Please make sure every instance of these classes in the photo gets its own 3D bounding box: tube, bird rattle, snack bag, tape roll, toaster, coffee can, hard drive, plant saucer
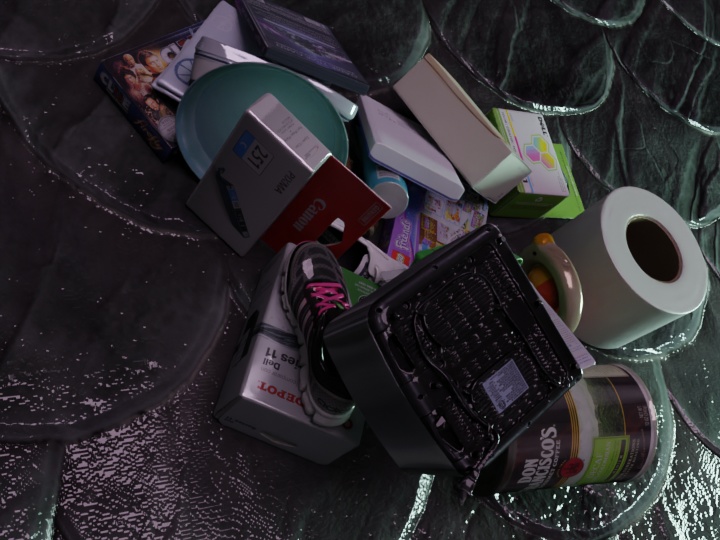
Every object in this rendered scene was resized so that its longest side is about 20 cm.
[{"bbox_3d":[0.030,-0.137,1.085,0.077,0.050,0.200,32,25,-19],"label":"tube"},{"bbox_3d":[0.236,0.044,1.084,0.112,0.163,0.200,-5,57,-14],"label":"bird rattle"},{"bbox_3d":[-0.136,-0.243,1.033,0.188,0.021,0.200,28,50,-9],"label":"snack bag"},{"bbox_3d":[0.379,-0.002,1.200,0.202,0.139,0.203,15,58,-25],"label":"tape roll"},{"bbox_3d":[0.083,0.084,0.771,0.200,0.119,0.181,-34,94,-31],"label":"toaster"},{"bbox_3d":[0.224,0.185,0.977,0.200,0.146,0.147,1,64,-21],"label":"coffee can"},{"bbox_3d":[0.061,-0.168,1.104,0.132,0.025,0.200,25,23,-18],"label":"hard drive"},{"bbox_3d":[-0.112,-0.155,0.947,0.200,0.200,0.027,28,41,-16],"label":"plant saucer"}]

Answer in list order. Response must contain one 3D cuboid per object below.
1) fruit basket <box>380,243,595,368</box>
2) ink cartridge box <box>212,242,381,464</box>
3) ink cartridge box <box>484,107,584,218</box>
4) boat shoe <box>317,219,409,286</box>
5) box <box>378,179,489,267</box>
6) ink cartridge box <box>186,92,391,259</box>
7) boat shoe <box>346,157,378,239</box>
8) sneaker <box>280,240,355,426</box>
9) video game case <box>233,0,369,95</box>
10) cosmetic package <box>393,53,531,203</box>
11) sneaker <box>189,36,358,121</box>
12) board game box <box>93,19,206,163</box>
[{"bbox_3d":[0.143,0.059,0.946,0.185,0.094,0.200,-16,61,-31],"label":"fruit basket"},{"bbox_3d":[-0.058,0.092,0.914,0.146,0.083,0.200,26,55,-17],"label":"ink cartridge box"},{"bbox_3d":[0.277,-0.161,1.263,0.200,0.076,0.148,0,65,-30],"label":"ink cartridge box"},{"bbox_3d":[0.000,0.000,0.996,0.200,0.074,0.065,37,13,-5],"label":"boat shoe"},{"bbox_3d":[0.099,-0.048,1.116,0.137,0.039,0.200,26,54,-17],"label":"box"},{"bbox_3d":[-0.087,-0.072,0.911,0.176,0.200,0.045,42,51,-5],"label":"ink cartridge box"},{"bbox_3d":[-0.038,-0.130,1.055,0.200,0.072,0.068,50,52,1],"label":"boat shoe"},{"bbox_3d":[-0.028,0.053,0.843,0.074,0.087,0.200,4,64,-29],"label":"sneaker"},{"bbox_3d":[-0.080,-0.296,1.055,0.143,0.019,0.200,14,31,-30],"label":"video game case"},{"bbox_3d":[0.142,-0.198,1.152,0.200,0.073,0.104,54,16,22],"label":"cosmetic package"},{"bbox_3d":[-0.104,-0.207,0.969,0.200,0.071,0.073,20,13,-9],"label":"sneaker"},{"bbox_3d":[-0.209,-0.233,1.030,0.136,0.035,0.200,50,51,2],"label":"board game box"}]
